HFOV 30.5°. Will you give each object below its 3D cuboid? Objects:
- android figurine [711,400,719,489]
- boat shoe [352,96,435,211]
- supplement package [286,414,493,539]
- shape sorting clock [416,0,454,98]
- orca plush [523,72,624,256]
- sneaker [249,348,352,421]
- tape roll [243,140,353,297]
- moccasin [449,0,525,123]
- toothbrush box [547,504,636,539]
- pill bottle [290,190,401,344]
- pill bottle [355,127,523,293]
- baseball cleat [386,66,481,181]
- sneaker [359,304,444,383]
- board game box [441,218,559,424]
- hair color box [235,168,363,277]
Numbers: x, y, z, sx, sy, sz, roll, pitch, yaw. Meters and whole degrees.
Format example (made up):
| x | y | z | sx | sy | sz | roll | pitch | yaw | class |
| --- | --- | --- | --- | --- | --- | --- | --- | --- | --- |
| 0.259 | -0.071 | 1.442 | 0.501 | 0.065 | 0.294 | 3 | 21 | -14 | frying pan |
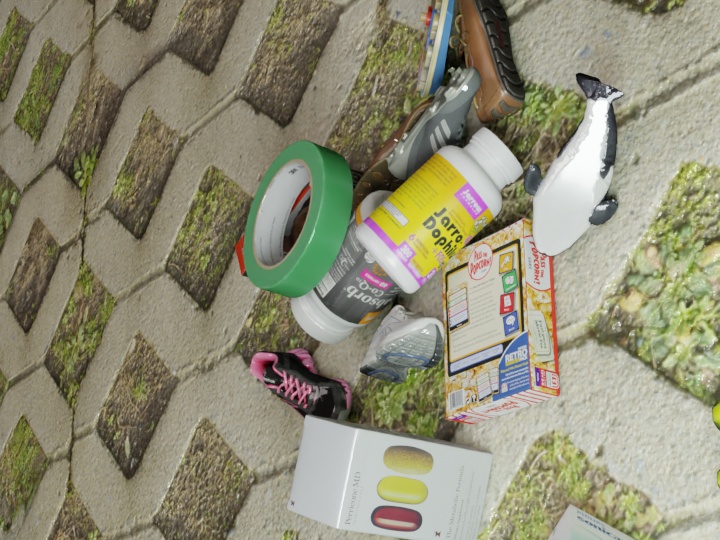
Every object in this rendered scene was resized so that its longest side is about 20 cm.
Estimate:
| x | y | z | sx | sy | sz | roll | pitch | yaw | class |
| --- | --- | --- | --- | --- | --- | --- | --- | --- | --- |
| 0.394 | 0.140 | 1.154 | 0.199 | 0.041 | 0.184 | -23 | 59 | 52 | android figurine |
| 0.059 | -0.147 | 1.732 | 0.200 | 0.072 | 0.068 | -51 | 13 | 29 | boat shoe |
| 0.034 | 0.239 | 1.495 | 0.109 | 0.198 | 0.115 | 5 | 82 | 55 | supplement package |
| 0.096 | -0.320 | 1.678 | 0.200 | 0.039 | 0.203 | 7 | -90 | -89 | shape sorting clock |
| 0.235 | -0.118 | 1.452 | 0.071 | 0.104 | 0.203 | -59 | -28 | -66 | orca plush |
| -0.087 | 0.160 | 1.796 | 0.199 | 0.095 | 0.080 | 30 | 101 | 54 | sneaker |
| -0.084 | -0.067 | 1.724 | 0.200 | 0.048 | 0.203 | -36 | 45 | 46 | tape roll |
| 0.149 | -0.275 | 1.643 | 0.077 | 0.073 | 0.204 | -31 | 63 | 36 | moccasin |
| 0.196 | 0.338 | 1.241 | 0.148 | 0.085 | 0.200 | -62 | 1 | 18 | toothbrush box |
| 0.000 | 0.000 | 1.711 | 0.200 | 0.115 | 0.117 | -48 | 42 | 35 | pill bottle |
| 0.096 | -0.075 | 1.562 | 0.200 | 0.104 | 0.104 | -43 | 38 | -1 | pill bottle |
| 0.113 | -0.167 | 1.620 | 0.200 | 0.106 | 0.070 | -46 | 13 | 50 | baseball cleat |
| 0.051 | 0.079 | 1.617 | 0.200 | 0.074 | 0.088 | 147 | 139 | -66 | sneaker |
| 0.157 | 0.061 | 1.520 | 0.151 | 0.046 | 0.203 | -26 | 57 | 49 | board game box |
| -0.083 | -0.065 | 1.868 | 0.200 | 0.101 | 0.062 | -50 | 40 | 33 | hair color box |
